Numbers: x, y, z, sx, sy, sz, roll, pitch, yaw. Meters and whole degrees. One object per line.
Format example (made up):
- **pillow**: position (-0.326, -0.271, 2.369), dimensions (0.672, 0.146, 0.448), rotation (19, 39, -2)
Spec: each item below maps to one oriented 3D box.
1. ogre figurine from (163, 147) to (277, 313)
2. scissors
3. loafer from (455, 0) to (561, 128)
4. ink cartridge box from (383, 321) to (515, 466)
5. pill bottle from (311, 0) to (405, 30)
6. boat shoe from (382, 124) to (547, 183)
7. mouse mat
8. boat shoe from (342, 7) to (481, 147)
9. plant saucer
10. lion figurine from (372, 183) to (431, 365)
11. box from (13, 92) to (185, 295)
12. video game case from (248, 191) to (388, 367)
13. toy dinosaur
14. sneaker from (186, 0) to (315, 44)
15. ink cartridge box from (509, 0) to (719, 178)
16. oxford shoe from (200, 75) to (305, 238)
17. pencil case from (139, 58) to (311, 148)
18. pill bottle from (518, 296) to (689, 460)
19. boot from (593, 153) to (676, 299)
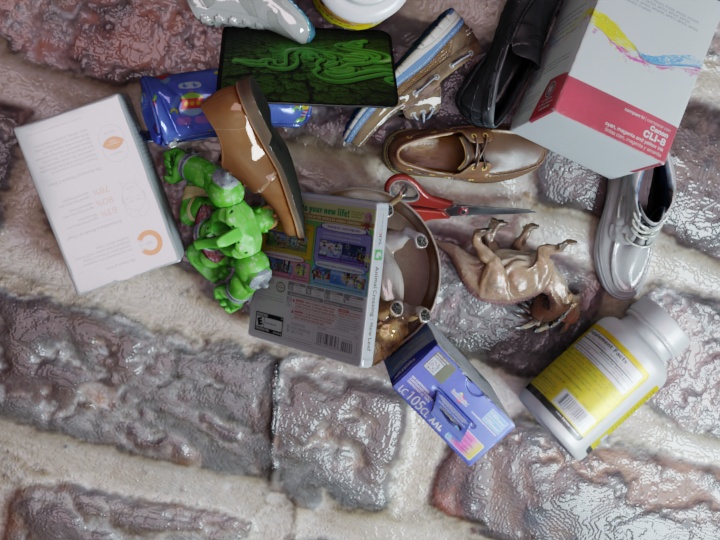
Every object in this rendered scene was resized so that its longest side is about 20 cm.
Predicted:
- **ogre figurine**: position (-0.158, -0.044, 1.228), dimensions (0.098, 0.120, 0.200), rotation (-5, 95, -37)
- **scissors**: position (0.111, -0.070, 1.301), dimensions (0.200, 0.014, 0.073), rotation (12, 123, -14)
- **loafer**: position (0.186, -0.256, 1.239), dimensions (0.068, 0.070, 0.201), rotation (22, 102, -46)
- **ink cartridge box**: position (0.100, 0.138, 1.245), dimensions (0.076, 0.200, 0.136), rotation (-43, 100, 3)
- **pill bottle**: position (0.000, -0.322, 1.162), dimensions (0.109, 0.200, 0.109), rotation (-1, 99, -4)
- **boat shoe**: position (0.128, -0.137, 1.270), dimensions (0.200, 0.068, 0.072), rotation (-1, 99, -5)
- **mouse mat**: position (-0.060, -0.233, 1.205), dimensions (0.200, 0.161, 0.008), rotation (2, 133, -6)
- **boat shoe**: position (0.063, -0.212, 1.250), dimensions (0.072, 0.072, 0.200), rotation (43, 94, -11)
- **plant saucer**: position (0.000, 0.000, 1.276), dimensions (0.200, 0.034, 0.200), rotation (1, 96, 13)
- **lion figurine**: position (0.025, 0.009, 1.218), dimensions (0.072, 0.122, 0.200), rotation (8, 79, -25)
- **box**: position (-0.295, -0.090, 1.228), dimensions (0.124, 0.097, 0.200), rotation (-19, 100, -2)
- **video game case**: position (-0.052, 0.003, 1.220), dimensions (0.022, 0.200, 0.182), rotation (1, 97, -44)
- **toy dinosaur**: position (0.184, 0.014, 1.295), dimensions (0.200, 0.086, 0.136), rotation (7, 105, 0)
- **sneaker**: position (-0.145, -0.308, 1.219), dimensions (0.200, 0.077, 0.081), rotation (31, 94, 1)
- **ink cartridge box**: position (0.289, -0.229, 1.210), dimensions (0.145, 0.145, 0.200), rotation (23, 84, -9)
- **oxford shoe**: position (-0.112, -0.114, 1.158), dimensions (0.071, 0.071, 0.200), rotation (-19, 123, 8)
- **pencil case**: position (-0.152, -0.190, 1.213), dimensions (0.200, 0.078, 0.087), rotation (-10, 81, -15)
- **pill bottle**: position (0.301, 0.127, 1.304), dimensions (0.200, 0.111, 0.111), rotation (-42, 100, -1)
- **boot**: position (0.332, -0.057, 1.285), dimensions (0.074, 0.096, 0.200), rotation (0, 99, -5)
